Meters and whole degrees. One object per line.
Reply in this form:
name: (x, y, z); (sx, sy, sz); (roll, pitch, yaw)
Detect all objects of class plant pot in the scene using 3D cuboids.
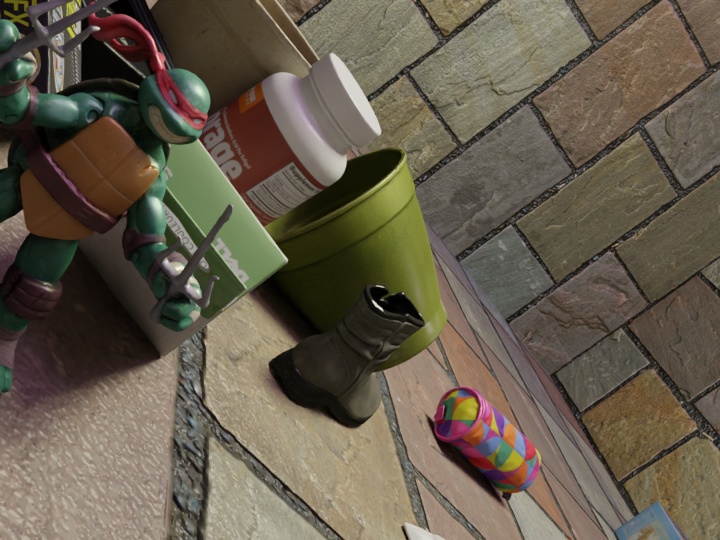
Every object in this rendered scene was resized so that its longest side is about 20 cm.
plant pot: (0.000, 0.000, 0.984); (0.194, 0.199, 0.201); (62, 7, -17)
plant pot: (-0.156, -0.206, 0.904); (0.201, 0.183, 0.201); (52, 10, -13)

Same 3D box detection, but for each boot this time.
boot: (0.012, 0.082, 0.860); (0.068, 0.130, 0.200); (58, 11, 24)

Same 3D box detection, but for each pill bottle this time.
pill bottle: (-0.086, -0.108, 0.821); (0.113, 0.199, 0.112); (54, 14, -20)

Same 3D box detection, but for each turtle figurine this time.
turtle figurine: (-0.127, -0.034, 0.404); (0.150, 0.199, 0.101); (49, 11, -20)

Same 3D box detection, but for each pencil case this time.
pencil case: (0.174, 0.238, 1.238); (0.200, 0.088, 0.089); (48, 11, -40)

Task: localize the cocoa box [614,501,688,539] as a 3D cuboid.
cocoa box: (0.693, 0.656, 2.056); (0.131, 0.133, 0.200); (50, 10, -12)

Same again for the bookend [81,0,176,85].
bookend: (-0.261, -0.224, 0.745); (0.200, 0.092, 0.199); (40, 17, -51)

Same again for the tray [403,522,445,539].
tray: (0.114, 0.311, 0.869); (0.200, 0.022, 0.108); (44, 13, -45)

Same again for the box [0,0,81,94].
box: (-0.208, -0.180, 0.576); (0.200, 0.044, 0.162); (-157, -113, -77)

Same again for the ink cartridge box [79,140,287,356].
ink cartridge box: (-0.109, -0.021, 0.548); (0.104, 0.059, 0.200); (53, -28, -2)
